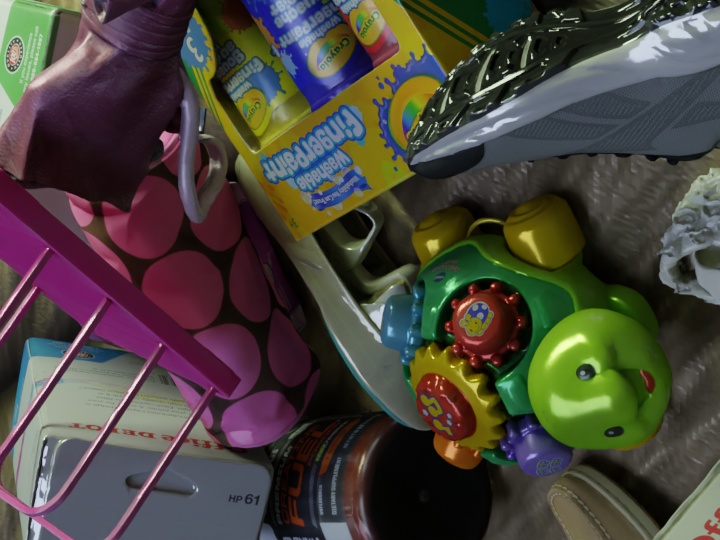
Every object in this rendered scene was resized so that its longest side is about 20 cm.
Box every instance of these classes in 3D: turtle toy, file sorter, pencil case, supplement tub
[{"bbox_3d":[0.086,0.045,0.851,0.199,0.101,0.147,-4,118,54],"label":"turtle toy"},{"bbox_3d":[-0.192,0.040,0.865,0.138,0.126,0.200,20,161,45],"label":"file sorter"},{"bbox_3d":[-0.092,0.003,0.979,0.090,0.094,0.201,-8,121,28],"label":"pencil case"},{"bbox_3d":[-0.011,0.147,1.076,0.199,0.107,0.108,-14,110,56],"label":"supplement tub"}]

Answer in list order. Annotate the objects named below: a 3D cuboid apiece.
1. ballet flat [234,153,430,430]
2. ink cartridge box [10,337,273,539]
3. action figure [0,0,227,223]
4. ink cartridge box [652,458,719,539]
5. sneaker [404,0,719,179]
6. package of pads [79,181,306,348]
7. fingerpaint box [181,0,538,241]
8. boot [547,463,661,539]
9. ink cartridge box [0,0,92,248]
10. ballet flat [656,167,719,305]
[{"bbox_3d":[0.000,0.000,0.963,0.201,0.069,0.069,54,149,0],"label":"ballet flat"},{"bbox_3d":[-0.148,0.120,1.075,0.200,0.143,0.086,-136,57,-70],"label":"ink cartridge box"},{"bbox_3d":[-0.106,-0.117,0.800,0.148,0.134,0.201,25,122,-9],"label":"action figure"},{"bbox_3d":[0.239,0.143,0.704,0.199,0.145,0.088,21,139,39],"label":"ink cartridge box"},{"bbox_3d":[0.106,-0.071,0.689,0.198,0.074,0.080,-18,120,30],"label":"sneaker"},{"bbox_3d":[-0.136,-0.005,1.118,0.199,0.076,0.121,9,132,49],"label":"package of pads"},{"bbox_3d":[-0.013,-0.123,0.840,0.168,0.073,0.200,56,149,-6],"label":"fingerpaint box"},{"bbox_3d":[0.119,0.222,0.910,0.201,0.154,0.073,60,168,15],"label":"boot"},{"bbox_3d":[-0.239,-0.108,1.085,0.199,0.083,0.148,21,101,42],"label":"ink cartridge box"},{"bbox_3d":[0.210,0.014,0.693,0.199,0.072,0.072,20,137,40],"label":"ballet flat"}]
